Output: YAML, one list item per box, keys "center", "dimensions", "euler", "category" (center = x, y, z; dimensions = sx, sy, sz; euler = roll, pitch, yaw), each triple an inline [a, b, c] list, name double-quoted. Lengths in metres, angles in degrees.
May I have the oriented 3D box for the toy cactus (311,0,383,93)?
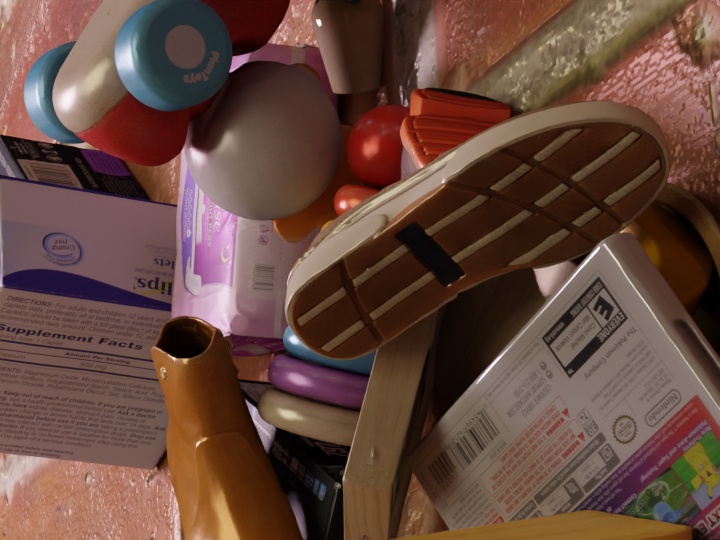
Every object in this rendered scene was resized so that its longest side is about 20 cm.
- center: [-0.006, -0.196, 1.336]
  dimensions: [0.200, 0.102, 0.165]
  euler: [20, 120, 61]
  category: "toy cactus"

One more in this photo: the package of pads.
- center: [-0.071, -0.045, 1.418]
  dimensions: [0.120, 0.076, 0.200]
  euler: [166, 109, -64]
  category: "package of pads"

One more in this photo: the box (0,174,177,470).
- center: [-0.207, 0.042, 1.552]
  dimensions: [0.200, 0.184, 0.105]
  euler: [-55, 36, 43]
  category: "box"

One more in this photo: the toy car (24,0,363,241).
- center: [-0.068, -0.109, 1.297]
  dimensions: [0.177, 0.200, 0.184]
  euler: [-58, 22, -21]
  category: "toy car"

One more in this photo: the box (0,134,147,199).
- center: [-0.257, 0.007, 1.750]
  dimensions: [0.122, 0.106, 0.200]
  euler: [50, 128, 57]
  category: "box"

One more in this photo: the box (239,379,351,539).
- center: [-0.051, 0.175, 1.356]
  dimensions: [0.200, 0.043, 0.161]
  euler: [36, 116, 61]
  category: "box"

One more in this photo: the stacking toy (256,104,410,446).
- center: [0.000, 0.000, 1.264]
  dimensions: [0.085, 0.085, 0.200]
  euler: [17, 95, 64]
  category: "stacking toy"

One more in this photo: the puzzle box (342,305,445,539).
- center: [0.018, 0.080, 1.128]
  dimensions: [0.200, 0.025, 0.133]
  euler: [92, -167, -67]
  category: "puzzle box"

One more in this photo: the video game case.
- center: [0.117, 0.110, 0.974]
  dimensions: [0.182, 0.023, 0.200]
  euler: [57, 139, 17]
  category: "video game case"

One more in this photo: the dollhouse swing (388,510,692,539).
- center: [0.095, 0.219, 0.884]
  dimensions: [0.176, 0.181, 0.200]
  euler: [-165, 70, -71]
  category: "dollhouse swing"

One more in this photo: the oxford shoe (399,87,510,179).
- center: [0.053, -0.047, 1.134]
  dimensions: [0.200, 0.071, 0.073]
  euler: [-74, -7, -77]
  category: "oxford shoe"

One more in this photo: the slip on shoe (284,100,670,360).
- center: [0.052, -0.027, 1.005]
  dimensions: [0.200, 0.076, 0.061]
  euler: [-32, 25, 23]
  category: "slip on shoe"

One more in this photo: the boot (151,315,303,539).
- center: [-0.083, 0.117, 1.255]
  dimensions: [0.201, 0.071, 0.144]
  euler: [-127, 23, -63]
  category: "boot"

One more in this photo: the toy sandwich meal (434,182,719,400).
- center: [0.111, 0.042, 1.029]
  dimensions: [0.205, 0.070, 0.206]
  euler: [-27, 60, 60]
  category: "toy sandwich meal"
